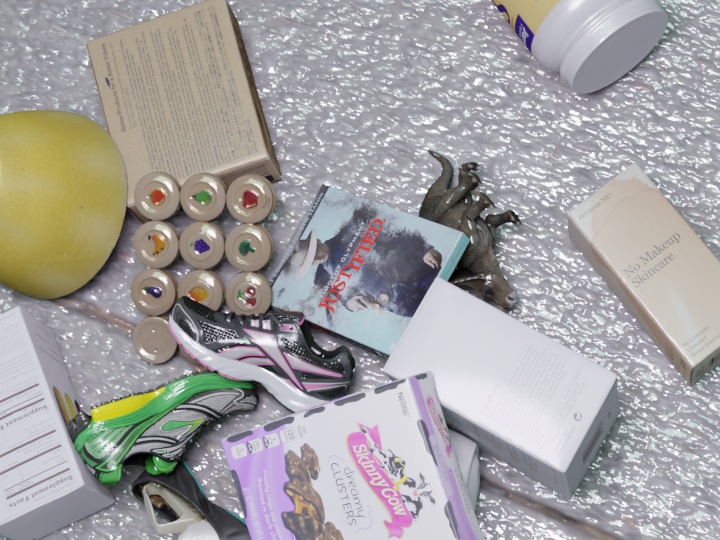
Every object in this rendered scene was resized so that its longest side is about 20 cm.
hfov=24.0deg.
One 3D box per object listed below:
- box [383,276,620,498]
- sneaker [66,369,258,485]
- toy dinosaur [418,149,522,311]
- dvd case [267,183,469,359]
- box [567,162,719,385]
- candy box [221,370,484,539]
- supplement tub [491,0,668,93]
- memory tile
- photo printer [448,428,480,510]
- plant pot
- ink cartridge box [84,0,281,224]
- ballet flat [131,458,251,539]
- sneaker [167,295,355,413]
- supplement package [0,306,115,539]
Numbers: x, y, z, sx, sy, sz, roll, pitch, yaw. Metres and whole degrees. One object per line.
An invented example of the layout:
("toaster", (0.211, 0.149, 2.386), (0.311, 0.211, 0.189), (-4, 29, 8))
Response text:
("box", (0.139, 0.115, 1.631), (0.199, 0.152, 0.107), (29, 80, 16))
("sneaker", (-0.190, 0.159, 1.690), (0.199, 0.078, 0.086), (-19, 77, -26))
("toy dinosaur", (0.097, -0.050, 1.726), (0.102, 0.077, 0.201), (-46, 59, 18))
("dvd case", (0.000, 0.000, 1.718), (0.199, 0.022, 0.147), (21, 77, 41))
("box", (0.300, 0.003, 1.679), (0.095, 0.078, 0.200), (-38, 71, -3))
("candy box", (-0.007, 0.203, 1.557), (0.198, 0.071, 0.169), (-20, 85, 20))
("supplement tub", (0.212, -0.299, 1.752), (0.145, 0.146, 0.201), (-33, 70, -2))
("memory tile", (-0.164, -0.001, 1.745), (0.152, 0.017, 0.202), (3, 99, 10))
("photo printer", (0.028, 0.242, 1.652), (0.165, 0.069, 0.202), (8, 75, 13))
("plant pot", (-0.361, -0.080, 1.744), (0.198, 0.142, 0.202), (-6, 79, 29))
("ink cartridge box", (-0.190, -0.171, 1.814), (0.163, 0.075, 0.202), (-18, 72, 5))
("ballet flat", (-0.161, 0.254, 1.653), (0.068, 0.069, 0.200), (-21, 36, -30))
("sneaker", (-0.093, 0.070, 1.698), (0.199, 0.080, 0.087), (28, 103, -8))
("supplement package", (-0.344, 0.159, 1.716), (0.109, 0.114, 0.201), (-25, 72, 2))
